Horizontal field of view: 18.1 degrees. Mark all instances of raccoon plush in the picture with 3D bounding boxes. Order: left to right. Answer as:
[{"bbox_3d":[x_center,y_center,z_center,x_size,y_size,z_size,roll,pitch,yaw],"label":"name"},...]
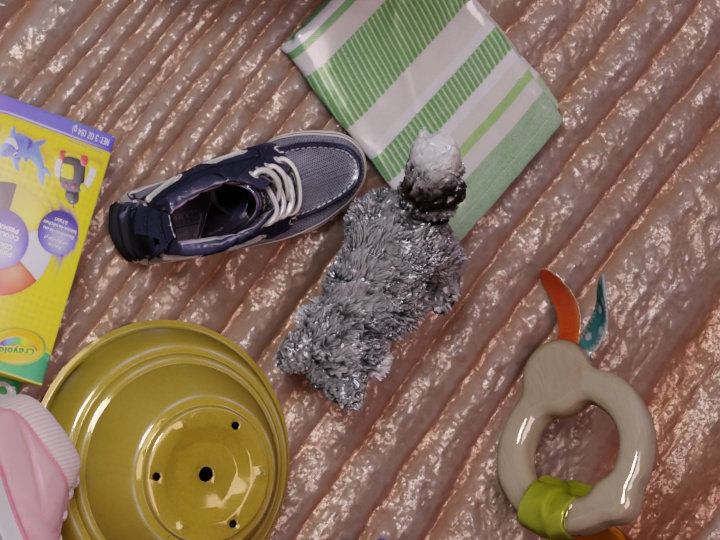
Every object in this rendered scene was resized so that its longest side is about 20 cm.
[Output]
[{"bbox_3d":[0.000,0.000,1.555,0.134,0.096,0.201,-51,155,-31],"label":"raccoon plush"}]

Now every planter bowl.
[{"bbox_3d":[-0.119,0.135,1.533,0.199,0.083,0.202,0,90,-29],"label":"planter bowl"}]

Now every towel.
[{"bbox_3d":[0.049,-0.137,1.658,0.153,0.023,0.200,-48,112,-19],"label":"towel"}]

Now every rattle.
[{"bbox_3d":[0.182,0.112,1.708,0.142,0.130,0.201,20,54,-38],"label":"rattle"}]

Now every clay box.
[{"bbox_3d":[-0.244,-0.011,1.483,0.114,0.048,0.201,19,81,-27],"label":"clay box"}]

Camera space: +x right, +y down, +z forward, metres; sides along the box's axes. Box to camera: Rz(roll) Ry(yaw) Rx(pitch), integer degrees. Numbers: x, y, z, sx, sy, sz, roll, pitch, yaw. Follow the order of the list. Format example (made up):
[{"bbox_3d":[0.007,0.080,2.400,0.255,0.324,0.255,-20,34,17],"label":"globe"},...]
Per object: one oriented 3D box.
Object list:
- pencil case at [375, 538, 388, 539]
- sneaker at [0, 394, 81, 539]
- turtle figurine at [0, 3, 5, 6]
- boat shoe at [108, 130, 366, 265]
[{"bbox_3d":[-0.006,0.288,1.599,0.087,0.078,0.200,46,70,-30],"label":"pencil case"},{"bbox_3d":[-0.214,0.175,1.464,0.105,0.075,0.202,-31,112,-55],"label":"sneaker"},{"bbox_3d":[-0.285,-0.261,1.436,0.199,0.101,0.150,30,76,-20],"label":"turtle figurine"},{"bbox_3d":[-0.066,-0.048,1.554,0.199,0.093,0.075,-21,100,-27],"label":"boat shoe"}]
